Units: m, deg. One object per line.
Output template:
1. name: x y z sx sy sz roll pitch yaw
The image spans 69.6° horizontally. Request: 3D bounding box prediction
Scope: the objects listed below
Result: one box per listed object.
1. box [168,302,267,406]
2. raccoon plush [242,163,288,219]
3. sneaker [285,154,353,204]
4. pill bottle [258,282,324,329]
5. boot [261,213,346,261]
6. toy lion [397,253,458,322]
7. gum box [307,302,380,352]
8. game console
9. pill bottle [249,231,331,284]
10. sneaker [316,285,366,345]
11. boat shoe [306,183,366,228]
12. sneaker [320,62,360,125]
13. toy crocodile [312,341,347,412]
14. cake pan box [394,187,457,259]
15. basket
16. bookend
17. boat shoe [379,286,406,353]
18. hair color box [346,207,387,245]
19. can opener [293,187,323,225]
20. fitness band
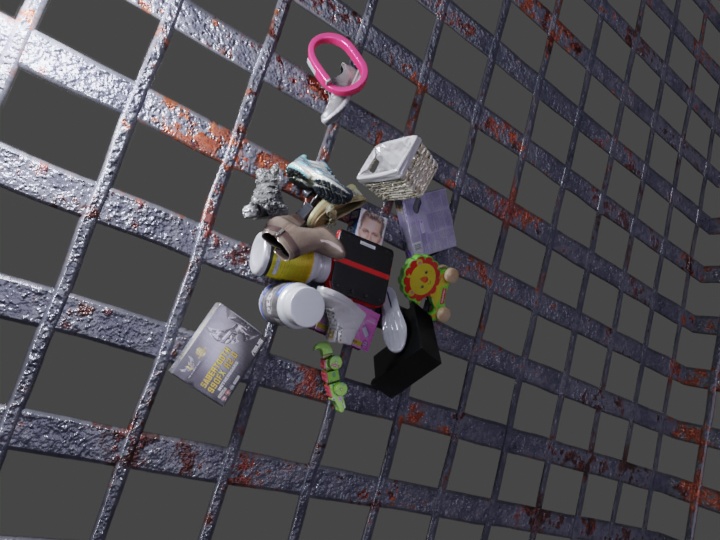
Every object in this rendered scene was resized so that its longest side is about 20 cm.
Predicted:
1. box: -0.350 0.207 1.290 0.158 0.048 0.202 42 69 -25
2. raccoon plush: -0.238 -0.202 1.294 0.095 0.200 0.137 -7 93 1
3. sneaker: -0.099 -0.253 1.388 0.197 0.078 0.087 29 61 9
4. pill bottle: -0.174 0.088 1.309 0.112 0.199 0.117 1 89 -30
5. boot: -0.144 -0.064 1.276 0.198 0.071 0.146 33 36 6
6. toy lion: 0.199 0.053 1.599 0.188 0.068 0.205 4 102 -25
7. gum box: -0.043 0.144 1.466 0.198 0.066 0.116 28 75 -28
8. game console: 0.000 0.000 1.448 0.197 0.031 0.181 20 73 -31
9. pill bottle: -0.180 -0.026 1.357 0.197 0.112 0.115 12 83 -30
10. sneaker: -0.063 0.127 1.348 0.200 0.073 0.117 41 68 -45
11. boat shoe: -0.066 -0.171 1.438 0.063 0.074 0.199 42 61 14
12. sneaker: -0.068 -0.497 1.464 0.081 0.075 0.202 32 68 -10
13. toy crocodile: -0.082 0.296 1.442 0.061 0.067 0.204 -14 95 -25
14. cake pan box: 0.209 -0.144 1.631 0.181 0.052 0.204 -18 99 -28
15. basket: 0.108 -0.285 1.487 0.123 0.198 0.137 40 71 -29
16. bookend: 0.125 0.234 1.538 0.092 0.200 0.199 38 116 -26
17. boat shoe: 0.094 0.147 1.506 0.070 0.071 0.204 -5 61 -1
18. hair color box: 0.005 -0.067 1.500 0.099 0.060 0.204 18 80 -30
19. can opener: -0.160 -0.169 1.417 0.066 0.054 0.201 36 69 8
20. fitness band: -0.063 -0.572 1.431 0.142 0.038 0.202 -28 75 -18
